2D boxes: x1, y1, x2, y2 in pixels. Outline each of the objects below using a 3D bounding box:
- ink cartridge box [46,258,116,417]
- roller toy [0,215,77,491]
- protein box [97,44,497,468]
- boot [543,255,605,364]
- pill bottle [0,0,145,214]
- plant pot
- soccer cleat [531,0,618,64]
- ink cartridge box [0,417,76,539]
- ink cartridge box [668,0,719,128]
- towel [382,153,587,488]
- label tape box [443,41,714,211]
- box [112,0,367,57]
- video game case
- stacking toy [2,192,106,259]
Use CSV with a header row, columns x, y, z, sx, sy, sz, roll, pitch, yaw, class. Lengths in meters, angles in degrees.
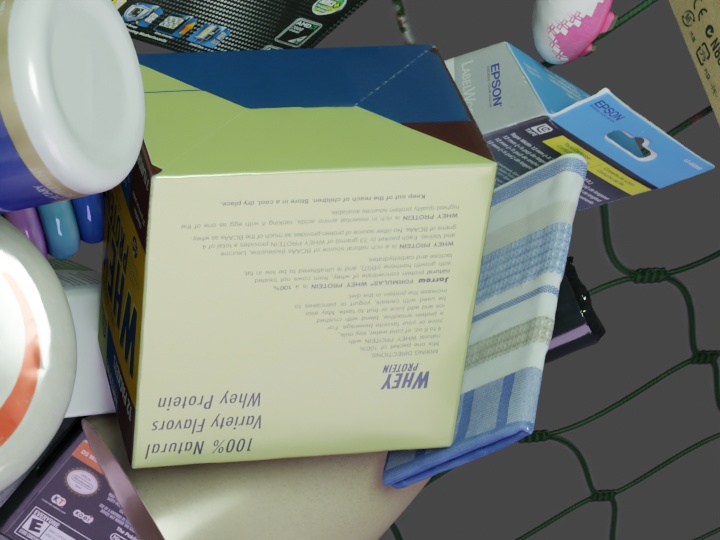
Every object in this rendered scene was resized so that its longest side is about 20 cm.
x,y,z,sx,sy,sz,roll,pitch,yaw,class
-0.257,0.047,1.604,0.199,0.083,0.147,-4,-171,-22,ink cartridge box
-0.253,0.043,1.437,0.182,0.201,0.140,6,178,-11,roller toy
-0.044,-0.010,1.482,0.198,0.135,0.201,-3,125,-15,protein box
0.088,0.058,1.811,0.168,0.200,0.077,-22,108,9,boot
-0.221,-0.080,1.312,0.199,0.116,0.116,-11,156,25,pill bottle
-0.047,0.127,1.641,0.200,0.188,0.188,-30,153,-11,plant pot
0.123,-0.202,1.493,0.086,0.070,0.200,7,141,-16,soccer cleat
-0.242,0.168,1.806,0.200,0.084,0.176,-43,102,12,ink cartridge box
0.297,-0.117,1.585,0.164,0.201,0.075,1,147,-32,ink cartridge box
0.078,0.031,1.566,0.024,0.201,0.147,29,146,-26,towel
0.103,-0.087,1.616,0.199,0.066,0.143,-17,154,31,label tape box
-0.062,-0.194,1.409,0.200,0.048,0.193,14,141,-44,box
-0.117,0.154,1.740,0.200,0.026,0.181,35,103,-27,video game case
-0.148,-0.060,1.567,0.199,0.086,0.085,-20,151,-9,stacking toy
